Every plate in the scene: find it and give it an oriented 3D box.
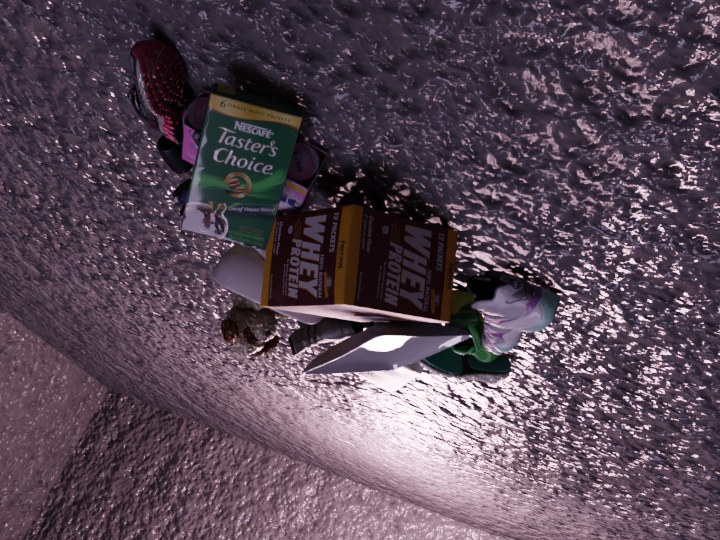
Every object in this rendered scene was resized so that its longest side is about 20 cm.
[{"bbox_3d":[0.039,0.118,1.419,0.199,0.032,0.200,4,157,-40],"label":"plate"}]

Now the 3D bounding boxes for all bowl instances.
[{"bbox_3d":[-0.130,-0.001,1.532,0.200,0.075,0.200,26,-162,1],"label":"bowl"}]

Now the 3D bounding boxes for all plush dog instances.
[{"bbox_3d":[-0.198,0.076,1.716,0.160,0.172,0.200,23,176,33],"label":"plush dog"}]

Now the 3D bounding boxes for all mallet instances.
[{"bbox_3d":[-0.215,-0.161,1.403,0.200,0.041,0.066,16,156,14],"label":"mallet"}]

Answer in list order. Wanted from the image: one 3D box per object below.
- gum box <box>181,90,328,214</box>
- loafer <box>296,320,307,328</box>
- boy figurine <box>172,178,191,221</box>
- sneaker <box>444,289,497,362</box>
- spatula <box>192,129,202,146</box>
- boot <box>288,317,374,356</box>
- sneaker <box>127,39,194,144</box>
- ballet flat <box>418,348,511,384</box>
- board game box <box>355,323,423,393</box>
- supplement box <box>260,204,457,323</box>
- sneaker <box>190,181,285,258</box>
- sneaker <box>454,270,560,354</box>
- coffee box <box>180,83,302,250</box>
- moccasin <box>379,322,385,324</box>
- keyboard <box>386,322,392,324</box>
[{"bbox_3d":[-0.156,-0.163,1.283,0.200,0.066,0.114,27,159,-3],"label":"gum box"},{"bbox_3d":[-0.090,0.073,1.652,0.073,0.072,0.200,21,-178,30],"label":"loafer"},{"bbox_3d":[-0.212,-0.102,1.490,0.200,0.064,0.125,10,135,28],"label":"boy figurine"},{"bbox_3d":[0.175,0.105,1.508,0.074,0.084,0.200,12,155,31],"label":"sneaker"},{"bbox_3d":[-0.180,-0.123,1.261,0.056,0.021,0.200,-22,137,7],"label":"spatula"},{"bbox_3d":[-0.055,0.093,1.602,0.130,0.068,0.200,-19,-177,14],"label":"boot"},{"bbox_3d":[-0.280,-0.238,1.232,0.075,0.081,0.200,24,159,9],"label":"sneaker"},{"bbox_3d":[0.171,0.168,1.600,0.200,0.072,0.072,13,164,-22],"label":"ballet flat"},{"bbox_3d":[0.059,0.144,1.697,0.103,0.105,0.200,28,158,-4],"label":"board game box"},{"bbox_3d":[-0.003,-0.003,1.302,0.197,0.133,0.200,11,171,-38],"label":"supplement box"},{"bbox_3d":[-0.167,-0.093,1.374,0.200,0.079,0.078,45,177,-41],"label":"sneaker"},{"bbox_3d":[0.197,0.050,1.381,0.140,0.078,0.200,30,149,-6],"label":"sneaker"},{"bbox_3d":[-0.156,-0.132,1.191,0.123,0.044,0.200,15,117,-11],"label":"coffee box"},{"bbox_3d":[0.025,0.029,1.525,0.080,0.068,0.200,3,146,48],"label":"moccasin"},{"bbox_3d":[0.063,0.107,1.521,0.021,0.200,0.127,62,-173,24],"label":"keyboard"}]
